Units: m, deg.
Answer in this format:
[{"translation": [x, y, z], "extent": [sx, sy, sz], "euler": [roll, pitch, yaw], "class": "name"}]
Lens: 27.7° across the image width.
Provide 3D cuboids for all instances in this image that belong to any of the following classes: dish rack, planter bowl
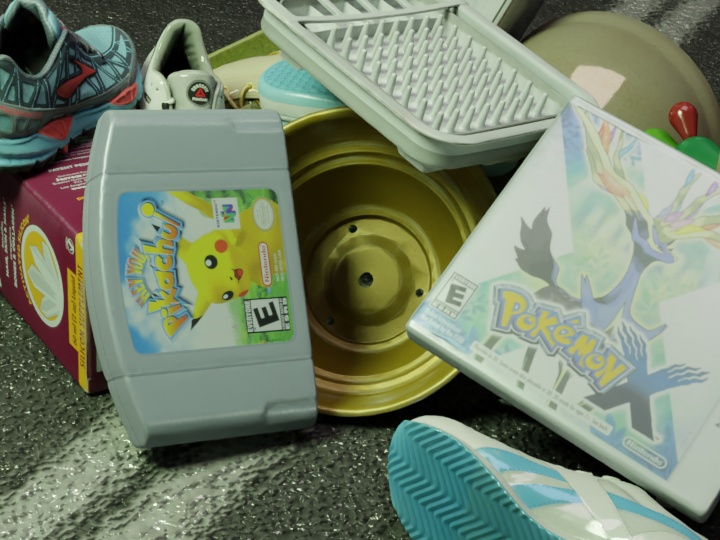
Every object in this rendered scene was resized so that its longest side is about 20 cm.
[{"translation": [0.038, -0.128, 0.942], "extent": [0.171, 0.044, 0.200], "euler": [-14, 45, -43], "class": "dish rack"}, {"translation": [0.000, 0.000, 0.966], "extent": [0.198, 0.202, 0.083], "euler": [11, -10, 9], "class": "planter bowl"}, {"translation": [0.150, -0.075, 1.066], "extent": [0.199, 0.202, 0.134], "euler": [22, 33, 28], "class": "planter bowl"}]

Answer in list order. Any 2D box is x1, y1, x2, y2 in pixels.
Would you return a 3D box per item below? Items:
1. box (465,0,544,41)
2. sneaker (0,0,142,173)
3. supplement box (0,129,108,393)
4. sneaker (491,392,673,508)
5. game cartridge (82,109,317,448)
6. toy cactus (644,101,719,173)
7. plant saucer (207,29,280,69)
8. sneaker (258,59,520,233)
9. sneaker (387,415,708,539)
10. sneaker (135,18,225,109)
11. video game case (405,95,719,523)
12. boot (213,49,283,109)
[{"translation": [0.088, -0.193, 1.102], "extent": [0.060, 0.201, 0.117], "euler": [33, 11, 11], "class": "box"}, {"translation": [-0.203, -0.140, 0.979], "extent": [0.079, 0.096, 0.200], "euler": [11, 29, 13], "class": "sneaker"}, {"translation": [-0.188, -0.020, 0.980], "extent": [0.085, 0.111, 0.200], "euler": [-14, 33, -31], "class": "supplement box"}, {"translation": [0.136, 0.085, 0.905], "extent": [0.111, 0.074, 0.200], "euler": [4, 19, 2], "class": "sneaker"}, {"translation": [-0.099, 0.002, 0.878], "extent": [0.132, 0.202, 0.040], "euler": [-5, -7, -26], "class": "game cartridge"}, {"translation": [0.258, -0.049, 0.919], "extent": [0.200, 0.102, 0.165], "euler": [48, 2, 25], "class": "toy cactus"}, {"translation": [-0.048, -0.155, 1.300], "extent": [0.199, 0.048, 0.200], "euler": [-29, 41, -24], "class": "plant saucer"}, {"translation": [0.023, -0.071, 1.034], "extent": [0.198, 0.132, 0.080], "euler": [17, 38, 23], "class": "sneaker"}, {"translation": [0.102, 0.139, 0.789], "extent": [0.199, 0.077, 0.081], "euler": [30, 27, 25], "class": "sneaker"}, {"translation": [-0.129, -0.095, 1.044], "extent": [0.073, 0.089, 0.201], "euler": [-1, 55, -20], "class": "sneaker"}, {"translation": [0.156, 0.015, 0.834], "extent": [0.199, 0.022, 0.183], "euler": [31, 74, 20], "class": "video game case"}, {"translation": [-0.081, -0.127, 1.154], "extent": [0.154, 0.073, 0.200], "euler": [-16, 25, -9], "class": "boot"}]
